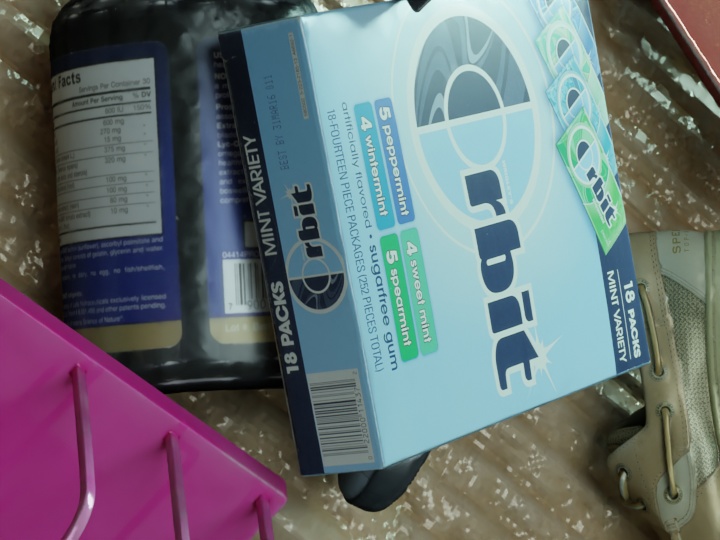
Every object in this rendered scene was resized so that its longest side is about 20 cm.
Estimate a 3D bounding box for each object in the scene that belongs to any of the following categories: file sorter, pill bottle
[{"bbox_3d":[-0.141,0.103,1.003,0.200,0.126,0.139,37,109,-23],"label":"file sorter"},{"bbox_3d":[-0.067,-0.053,1.101,0.111,0.112,0.202,-1,87,-31],"label":"pill bottle"}]

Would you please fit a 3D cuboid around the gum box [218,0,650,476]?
[{"bbox_3d":[0.035,-0.024,1.101,0.199,0.044,0.171,-15,96,-53],"label":"gum box"}]

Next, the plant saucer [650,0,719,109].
[{"bbox_3d":[0.215,-0.135,1.291,0.199,0.037,0.201,-27,81,-29],"label":"plant saucer"}]

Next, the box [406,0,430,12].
[{"bbox_3d":[-0.035,-0.214,1.094,0.050,0.200,0.199,-39,111,14],"label":"box"}]

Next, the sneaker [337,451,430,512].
[{"bbox_3d":[0.000,0.000,1.169,0.087,0.074,0.201,21,64,-17],"label":"sneaker"}]

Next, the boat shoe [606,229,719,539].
[{"bbox_3d":[0.142,0.081,1.248,0.064,0.071,0.202,0,95,4],"label":"boat shoe"}]
